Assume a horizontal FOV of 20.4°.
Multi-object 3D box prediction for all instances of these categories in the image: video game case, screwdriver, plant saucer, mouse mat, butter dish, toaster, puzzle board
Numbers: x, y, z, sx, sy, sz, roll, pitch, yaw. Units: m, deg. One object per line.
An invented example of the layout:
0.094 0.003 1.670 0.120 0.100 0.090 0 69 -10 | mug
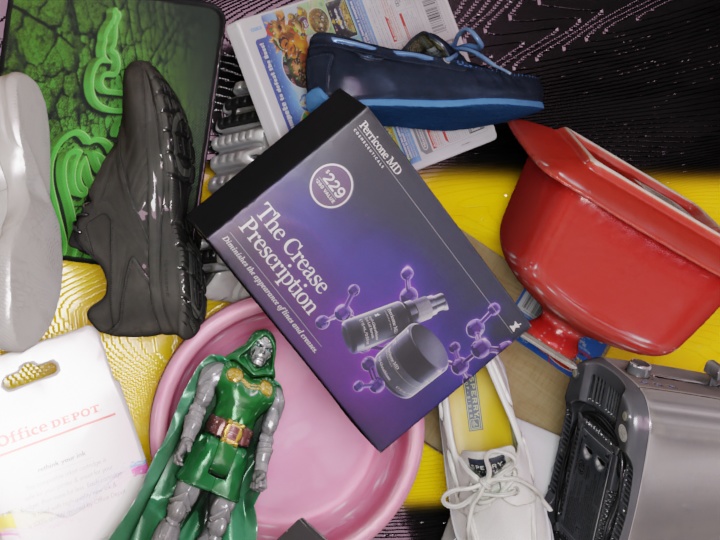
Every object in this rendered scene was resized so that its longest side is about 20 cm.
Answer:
0.005 -0.136 1.463 0.199 0.018 0.144 -23 94 -39 | video game case
0.072 0.021 1.460 0.200 0.028 0.029 38 84 17 | screwdriver
-0.055 0.114 1.451 0.199 0.051 0.202 -1 96 -10 | plant saucer
-0.187 -0.105 1.439 0.160 0.008 0.201 7 86 1 | mouse mat
0.173 -0.002 1.471 0.199 0.200 0.148 28 101 -11 | butter dish
0.213 0.160 1.450 0.128 0.114 0.201 3 108 -22 | toaster
0.077 0.060 1.515 0.199 0.017 0.151 34 79 -11 | puzzle board

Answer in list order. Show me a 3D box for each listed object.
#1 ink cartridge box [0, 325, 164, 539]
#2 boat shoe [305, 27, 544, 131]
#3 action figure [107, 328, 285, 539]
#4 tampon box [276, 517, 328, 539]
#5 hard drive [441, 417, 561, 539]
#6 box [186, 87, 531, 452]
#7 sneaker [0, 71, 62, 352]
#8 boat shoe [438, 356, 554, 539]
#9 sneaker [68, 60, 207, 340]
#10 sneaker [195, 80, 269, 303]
-0.210 0.149 1.411 0.116 0.067 0.201 -19 93 -15 | ink cartridge box
0.052 -0.143 1.438 0.199 0.084 0.069 1 75 -40 | boat shoe
-0.100 0.134 1.385 0.118 0.055 0.201 23 78 -19 | action figure
-0.020 0.302 1.376 0.150 0.126 0.200 -43 134 -11 | tampon box
0.163 0.203 1.514 0.199 0.027 0.133 24 82 -18 | hard drive
0.000 0.000 1.368 0.141 0.079 0.200 -41 111 -5 | box
-0.262 -0.035 1.399 0.088 0.075 0.201 -10 70 16 | sneaker
0.094 0.143 1.429 0.074 0.086 0.203 -10 77 7 | boat shoe
-0.160 -0.049 1.393 0.090 0.076 0.201 -7 76 10 | sneaker
-0.068 -0.068 1.463 0.081 0.075 0.201 21 81 -31 | sneaker
